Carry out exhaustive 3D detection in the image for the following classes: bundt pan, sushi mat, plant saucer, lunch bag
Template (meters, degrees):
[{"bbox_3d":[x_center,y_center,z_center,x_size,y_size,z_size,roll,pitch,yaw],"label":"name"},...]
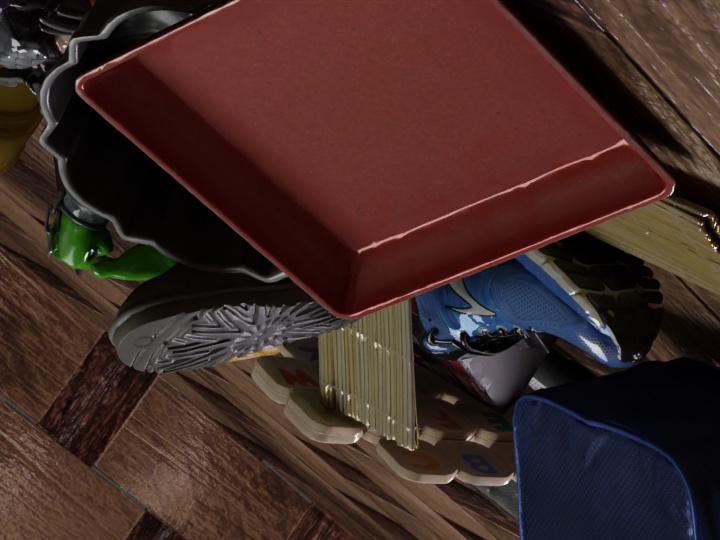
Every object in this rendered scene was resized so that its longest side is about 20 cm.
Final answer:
[{"bbox_3d":[-0.050,-0.085,1.259,0.201,0.076,0.202,6,141,5],"label":"bundt pan"},{"bbox_3d":[0.000,0.000,1.508,0.096,0.012,0.200,21,120,49],"label":"sushi mat"},{"bbox_3d":[0.112,-0.036,1.273,0.200,0.012,0.096,28,169,41],"label":"sushi mat"},{"bbox_3d":[0.008,-0.072,1.173,0.199,0.037,0.200,-22,133,34],"label":"plant saucer"},{"bbox_3d":[0.191,0.130,1.445,0.200,0.132,0.136,25,123,55],"label":"lunch bag"}]

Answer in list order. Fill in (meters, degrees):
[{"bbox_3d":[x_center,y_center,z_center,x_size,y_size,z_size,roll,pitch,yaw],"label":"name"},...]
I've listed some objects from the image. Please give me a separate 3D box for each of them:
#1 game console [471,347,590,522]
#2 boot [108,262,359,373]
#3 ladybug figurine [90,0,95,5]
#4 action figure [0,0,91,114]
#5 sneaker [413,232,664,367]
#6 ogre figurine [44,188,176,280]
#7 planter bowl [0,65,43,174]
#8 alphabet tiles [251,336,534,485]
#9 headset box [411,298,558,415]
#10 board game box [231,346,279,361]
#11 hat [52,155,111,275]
[{"bbox_3d":[0.084,0.088,1.822,0.200,0.176,0.116,37,-151,-14],"label":"game console"},{"bbox_3d":[-0.093,-0.050,1.391,0.182,0.073,0.200,-9,-114,-44],"label":"boot"},{"bbox_3d":[-0.172,-0.172,1.488,0.200,0.072,0.136,42,169,-33],"label":"ladybug figurine"},{"bbox_3d":[-0.200,-0.160,1.386,0.130,0.069,0.200,-9,117,39],"label":"action figure"},{"bbox_3d":[0.083,0.014,1.386,0.078,0.089,0.200,6,-164,-38],"label":"sneaker"},{"bbox_3d":[-0.094,-0.049,1.522,0.098,0.120,0.200,-2,-171,-41],"label":"ogre figurine"},{"bbox_3d":[-0.231,-0.163,1.583,0.083,0.201,0.200,-21,138,25],"label":"planter bowl"},{"bbox_3d":[0.036,0.083,1.634,0.200,0.015,0.196,5,-158,-30],"label":"alphabet tiles"},{"bbox_3d":[0.029,0.000,1.611,0.200,0.075,0.149,31,169,29],"label":"headset box"},{"bbox_3d":[-0.098,-0.029,1.673,0.046,0.152,0.200,-10,169,6],"label":"board game box"},{"bbox_3d":[-0.161,-0.090,1.752,0.081,0.201,0.201,-4,169,0],"label":"hat"}]
